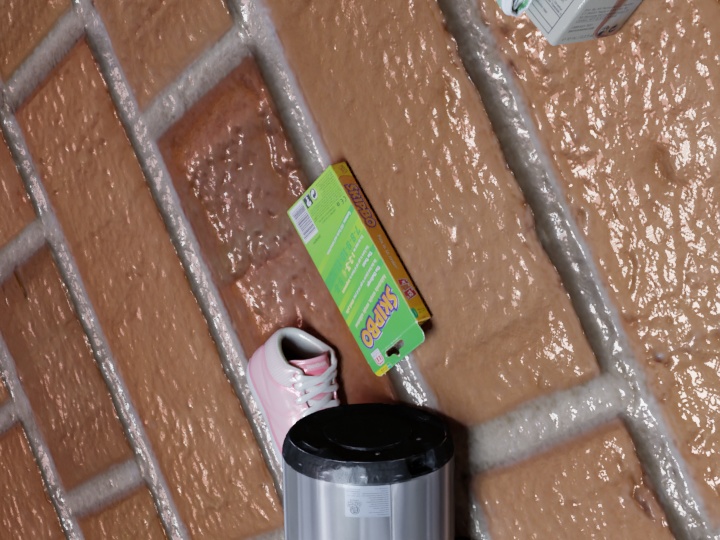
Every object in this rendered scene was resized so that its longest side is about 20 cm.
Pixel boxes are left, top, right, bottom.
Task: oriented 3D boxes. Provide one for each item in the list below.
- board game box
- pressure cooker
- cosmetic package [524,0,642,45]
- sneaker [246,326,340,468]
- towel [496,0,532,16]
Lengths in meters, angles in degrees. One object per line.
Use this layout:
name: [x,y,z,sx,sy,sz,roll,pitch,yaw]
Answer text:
board game box: [0.000,0.000,1.421,0.095,0.030,0.201,-42,69,47]
pressure cooker: [0.006,0.249,1.384,0.175,0.178,0.202,10,109,39]
cosmetic package: [0.195,-0.278,1.063,0.104,0.087,0.200,58,138,19]
sneaker: [-0.051,0.150,1.491,0.201,0.075,0.105,59,143,20]
towel: [0.097,-0.314,1.085,0.201,0.030,0.150,58,136,32]
